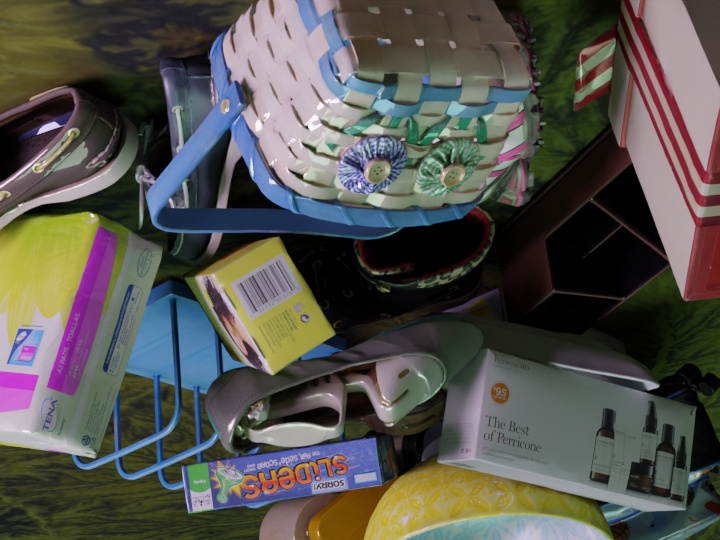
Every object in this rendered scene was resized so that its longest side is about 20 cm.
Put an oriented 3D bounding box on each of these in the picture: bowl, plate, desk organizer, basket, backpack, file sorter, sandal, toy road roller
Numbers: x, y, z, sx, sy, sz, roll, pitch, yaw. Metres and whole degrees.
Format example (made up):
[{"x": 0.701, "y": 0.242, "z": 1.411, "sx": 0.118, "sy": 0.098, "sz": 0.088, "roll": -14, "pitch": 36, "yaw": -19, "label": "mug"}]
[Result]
[{"x": 0.094, "y": 0.190, "z": 1.360, "sx": 0.200, "sy": 0.108, "sz": 0.200, "roll": -5, "pitch": 145, "yaw": -3, "label": "bowl"}, {"x": 0.104, "y": 0.068, "z": 1.326, "sx": 0.199, "sy": 0.032, "sz": 0.200, "roll": 13, "pitch": 167, "yaw": -13, "label": "plate"}, {"x": 0.175, "y": -0.029, "z": 1.236, "sx": 0.072, "sy": 0.077, "sz": 0.200, "roll": 6, "pitch": 152, "yaw": -24, "label": "desk organizer"}, {"x": -0.012, "y": -0.081, "z": 0.985, "sx": 0.176, "sy": 0.139, "sz": 0.200, "roll": -1, "pitch": 151, "yaw": -32, "label": "basket"}, {"x": 0.226, "y": 0.177, "z": 1.500, "sx": 0.200, "sy": 0.154, "sz": 0.191, "roll": -20, "pitch": 178, "yaw": 2, "label": "backpack"}, {"x": -0.124, "y": 0.109, "z": 1.411, "sx": 0.139, "sy": 0.123, "sz": 0.200, "roll": -26, "pitch": 147, "yaw": 35, "label": "file sorter"}, {"x": 0.035, "y": 0.100, "z": 1.309, "sx": 0.080, "sy": 0.057, "sz": 0.201, "roll": 4, "pitch": 166, "yaw": 21, "label": "sandal"}, {"x": 0.029, "y": 0.223, "z": 1.469, "sx": 0.200, "sy": 0.146, "sz": 0.123, "roll": -34, "pitch": -175, "yaw": -26, "label": "toy road roller"}]

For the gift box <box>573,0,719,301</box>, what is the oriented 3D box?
[{"x": 0.230, "y": -0.101, "z": 0.965, "sx": 0.184, "sy": 0.187, "sz": 0.200, "roll": -4, "pitch": 139, "yaw": -9, "label": "gift box"}]

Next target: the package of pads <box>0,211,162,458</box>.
[{"x": -0.226, "y": 0.037, "z": 1.143, "sx": 0.068, "sy": 0.155, "sz": 0.200, "roll": 27, "pitch": 162, "yaw": -39, "label": "package of pads"}]

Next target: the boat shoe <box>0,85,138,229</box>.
[{"x": -0.239, "y": -0.061, "z": 1.091, "sx": 0.200, "sy": 0.072, "sz": 0.060, "roll": -20, "pitch": 145, "yaw": 20, "label": "boat shoe"}]

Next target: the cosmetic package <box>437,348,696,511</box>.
[{"x": 0.155, "y": 0.119, "z": 1.260, "sx": 0.200, "sy": 0.083, "sz": 0.051, "roll": 16, "pitch": 163, "yaw": -30, "label": "cosmetic package"}]

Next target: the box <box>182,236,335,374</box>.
[{"x": -0.070, "y": 0.021, "z": 1.119, "sx": 0.050, "sy": 0.075, "sz": 0.200, "roll": -31, "pitch": -176, "yaw": -9, "label": "box"}]

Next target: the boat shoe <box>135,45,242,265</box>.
[{"x": -0.111, "y": -0.068, "z": 1.095, "sx": 0.062, "sy": 0.075, "sz": 0.200, "roll": -1, "pitch": 153, "yaw": -14, "label": "boat shoe"}]

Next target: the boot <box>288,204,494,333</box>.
[{"x": 0.000, "y": 0.000, "z": 1.231, "sx": 0.200, "sy": 0.073, "sz": 0.151, "roll": -7, "pitch": 168, "yaw": -7, "label": "boot"}]

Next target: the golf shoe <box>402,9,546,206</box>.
[{"x": 0.067, "y": -0.093, "z": 1.084, "sx": 0.092, "sy": 0.073, "sz": 0.200, "roll": -5, "pitch": 154, "yaw": -3, "label": "golf shoe"}]

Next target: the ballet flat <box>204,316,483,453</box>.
[{"x": -0.005, "y": 0.085, "z": 1.173, "sx": 0.200, "sy": 0.064, "sz": 0.067, "roll": -12, "pitch": 133, "yaw": -10, "label": "ballet flat"}]

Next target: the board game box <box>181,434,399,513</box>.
[{"x": -0.045, "y": 0.146, "z": 1.251, "sx": 0.135, "sy": 0.035, "sz": 0.200, "roll": -9, "pitch": 174, "yaw": 4, "label": "board game box"}]

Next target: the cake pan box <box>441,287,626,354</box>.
[{"x": 0.112, "y": 0.090, "z": 1.506, "sx": 0.184, "sy": 0.052, "sz": 0.200, "roll": -23, "pitch": 149, "yaw": 36, "label": "cake pan box"}]
